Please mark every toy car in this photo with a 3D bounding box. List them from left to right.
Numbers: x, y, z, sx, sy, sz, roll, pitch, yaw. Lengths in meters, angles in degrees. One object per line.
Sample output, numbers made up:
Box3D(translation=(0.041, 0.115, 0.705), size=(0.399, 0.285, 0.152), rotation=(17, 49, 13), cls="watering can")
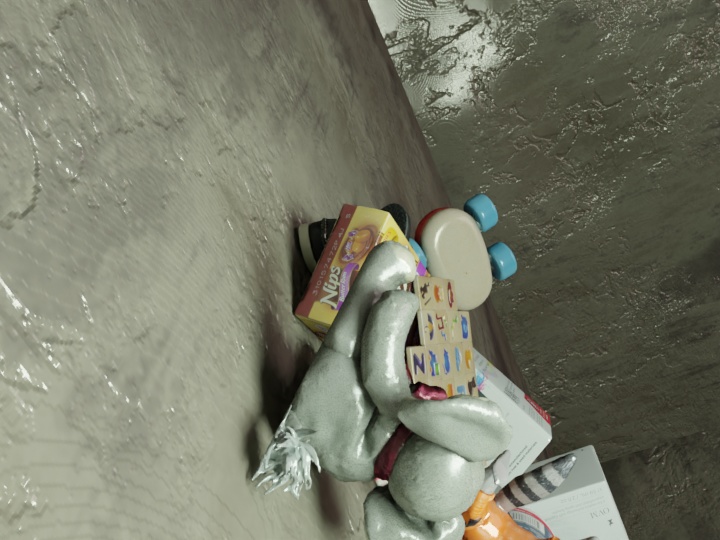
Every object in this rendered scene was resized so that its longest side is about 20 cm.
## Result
Box3D(translation=(0.135, -0.028, 1.272), size=(0.179, 0.182, 0.199), rotation=(64, -15, -17), cls="toy car")

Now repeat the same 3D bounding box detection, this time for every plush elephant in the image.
Box3D(translation=(0.030, 0.108, 0.515), size=(0.153, 0.166, 0.201), rotation=(28, 35, 1), cls="plush elephant")

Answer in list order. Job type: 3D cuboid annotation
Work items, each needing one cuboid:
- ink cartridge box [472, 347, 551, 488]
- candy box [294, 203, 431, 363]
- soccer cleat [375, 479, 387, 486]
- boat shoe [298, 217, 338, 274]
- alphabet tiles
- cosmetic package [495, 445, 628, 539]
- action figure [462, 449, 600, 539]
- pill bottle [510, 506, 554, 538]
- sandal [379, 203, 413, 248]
Box3D(translation=(0.129, 0.150, 0.877), size=(0.199, 0.083, 0.146), rotation=(42, 9, 12), cls="ink cartridge box")
Box3D(translation=(0.020, 0.039, 0.717), size=(0.200, 0.056, 0.118), rotation=(49, 60, -53), cls="candy box")
Box3D(translation=(0.050, 0.179, 0.731), size=(0.200, 0.066, 0.078), rotation=(38, 28, -62), cls="soccer cleat")
Box3D(translation=(0.000, 0.000, 0.792), size=(0.200, 0.066, 0.073), rotation=(49, 22, -60), cls="boat shoe")
Box3D(translation=(0.086, 0.108, 0.730), size=(0.166, 0.007, 0.205), rotation=(7, 75, -61), cls="alphabet tiles")
Box3D(translation=(0.327, 0.430, 1.179), size=(0.123, 0.196, 0.203), rotation=(-62, 129, -74), cls="cosmetic package")
Box3D(translation=(0.124, 0.233, 0.615), size=(0.198, 0.193, 0.106), rotation=(34, 53, -10), cls="action figure")
Box3D(translation=(0.171, 0.361, 0.819), size=(0.200, 0.118, 0.122), rotation=(-23, 91, -76), cls="pill bottle")
Box3D(translation=(0.039, 0.002, 0.942), size=(0.048, 0.074, 0.204), rotation=(46, 35, -45), cls="sandal")
